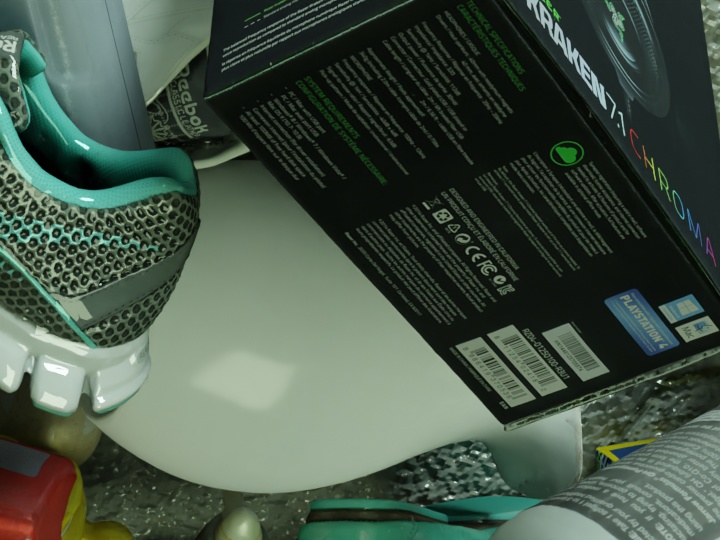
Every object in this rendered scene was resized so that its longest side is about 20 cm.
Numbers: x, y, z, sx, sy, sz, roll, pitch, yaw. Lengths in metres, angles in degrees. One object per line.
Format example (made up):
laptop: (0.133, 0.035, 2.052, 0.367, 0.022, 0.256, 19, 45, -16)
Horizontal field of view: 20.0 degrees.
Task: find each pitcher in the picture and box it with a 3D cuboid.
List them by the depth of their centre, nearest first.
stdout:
pitcher: (0.000, 0.000, 0.771, 0.198, 0.121, 0.173, 6, 101, -29)

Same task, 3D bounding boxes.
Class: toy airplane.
toy airplane: (-0.135, 0.109, 0.807, 0.198, 0.142, 0.200, -3, 154, 41)

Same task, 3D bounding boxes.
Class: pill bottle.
pill bottle: (0.113, 0.129, 0.782, 0.199, 0.111, 0.111, -22, 136, -33)

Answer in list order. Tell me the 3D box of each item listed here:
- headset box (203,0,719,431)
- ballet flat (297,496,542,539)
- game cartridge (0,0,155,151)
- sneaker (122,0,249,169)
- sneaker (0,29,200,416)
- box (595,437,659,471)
headset box: (0.040, -0.086, 0.653, 0.092, 0.201, 0.174, -22, 132, 24)
ballet flat: (0.030, 0.130, 0.848, 0.067, 0.071, 0.200, -3, 174, 26)
game cartridge: (-0.166, -0.049, 0.670, 0.198, 0.041, 0.134, 2, 134, 15)
sneaker: (-0.093, -0.063, 0.702, 0.198, 0.081, 0.077, -19, 134, 5)
sneaker: (-0.134, -0.043, 0.608, 0.199, 0.078, 0.091, 30, 116, -14)
box: (0.156, 0.178, 0.924, 0.069, 0.064, 0.202, -8, 100, -10)
